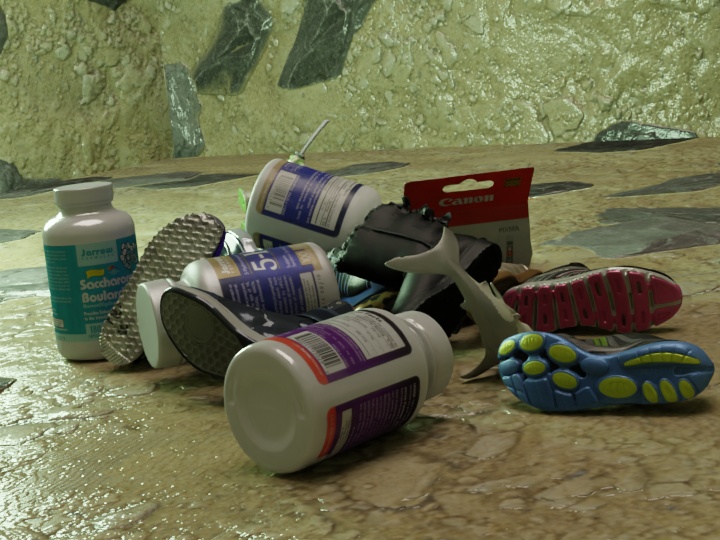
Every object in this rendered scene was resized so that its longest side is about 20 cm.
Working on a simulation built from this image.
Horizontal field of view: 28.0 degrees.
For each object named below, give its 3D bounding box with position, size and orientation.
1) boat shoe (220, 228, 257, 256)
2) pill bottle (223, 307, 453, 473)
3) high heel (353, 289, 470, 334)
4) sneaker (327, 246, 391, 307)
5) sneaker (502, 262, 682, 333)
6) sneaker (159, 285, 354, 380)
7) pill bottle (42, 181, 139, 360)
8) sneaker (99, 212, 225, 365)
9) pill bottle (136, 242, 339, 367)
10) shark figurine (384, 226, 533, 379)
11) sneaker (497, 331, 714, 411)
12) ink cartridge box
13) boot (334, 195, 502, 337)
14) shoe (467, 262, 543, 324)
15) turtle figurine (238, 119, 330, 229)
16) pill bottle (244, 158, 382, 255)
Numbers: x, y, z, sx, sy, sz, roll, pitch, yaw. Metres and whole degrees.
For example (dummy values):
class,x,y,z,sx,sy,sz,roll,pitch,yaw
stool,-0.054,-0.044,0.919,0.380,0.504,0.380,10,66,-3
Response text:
class,x,y,z,sx,sy,sz,roll,pitch,yaw
boat shoe,-0.158,0.020,1.717,0.090,0.071,0.201,-12,38,-16
pill bottle,-0.012,0.095,1.250,0.111,0.112,0.199,3,13,42
high heel,0.067,0.031,1.693,0.142,0.072,0.200,-1,16,20
sneaker,0.000,0.000,1.723,0.070,0.078,0.200,-17,-5,-31
sneaker,0.258,0.025,1.598,0.199,0.074,0.087,-7,15,23
sneaker,-0.091,0.061,1.460,0.202,0.077,0.146,29,30,21
pill bottle,-0.317,-0.001,1.717,0.110,0.201,0.111,-6,10,1
sneaker,-0.216,0.021,1.654,0.069,0.200,0.099,39,5,18
pill bottle,-0.133,0.043,1.555,0.199,0.121,0.120,-10,11,-22
shark figurine,0.117,0.060,1.416,0.089,0.214,0.128,-42,44,4
sneaker,0.219,0.091,1.302,0.198,0.071,0.083,0,-3,23
ink cartridge box,0.130,-0.036,1.746,0.161,0.050,0.200,-7,-34,-6
boot,0.041,0.009,1.567,0.162,0.074,0.198,23,56,36
shoe,0.154,0.026,1.661,0.053,0.070,0.200,20,11,24
turtle figurine,-0.118,-0.127,2.509,0.193,0.201,0.144,-13,-23,-15
pill bottle,-0.036,-0.060,1.855,0.199,0.120,0.120,19,16,13
